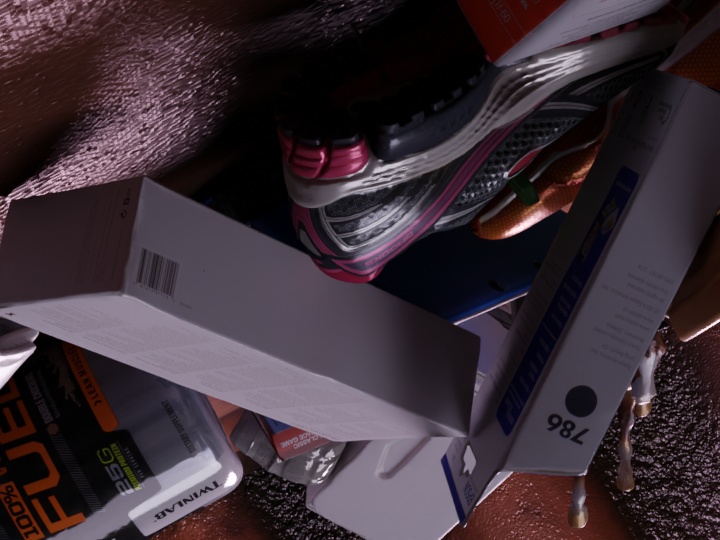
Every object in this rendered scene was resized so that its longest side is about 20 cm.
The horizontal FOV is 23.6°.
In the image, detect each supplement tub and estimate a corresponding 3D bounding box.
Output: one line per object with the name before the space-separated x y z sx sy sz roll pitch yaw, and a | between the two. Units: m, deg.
supplement tub | -0.177 0.112 0.955 0.200 0.123 0.123 -30 172 -5

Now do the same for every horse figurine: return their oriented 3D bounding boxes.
horse figurine | 0.130 0.030 0.845 0.050 0.133 0.200 7 -150 13

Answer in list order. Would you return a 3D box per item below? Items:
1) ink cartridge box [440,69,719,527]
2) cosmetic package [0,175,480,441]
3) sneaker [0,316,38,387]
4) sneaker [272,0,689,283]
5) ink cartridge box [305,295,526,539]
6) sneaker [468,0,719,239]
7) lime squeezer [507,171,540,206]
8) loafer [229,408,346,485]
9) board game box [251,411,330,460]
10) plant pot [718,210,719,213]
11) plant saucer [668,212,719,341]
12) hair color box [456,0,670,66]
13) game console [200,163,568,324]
ink cartridge box | 0.096 0.013 0.721 0.200 0.039 0.099 -63 -173 9
cosmetic package | -0.045 0.021 0.702 0.082 0.051 0.200 -9 156 41
sneaker | -0.180 0.048 0.759 0.088 0.075 0.200 -39 174 -17
sneaker | 0.048 -0.067 0.691 0.200 0.081 0.075 -27 131 -28
ink cartridge box | 0.043 0.053 1.051 0.148 0.086 0.200 -48 -157 31
sneaker | 0.136 -0.070 0.796 0.200 0.077 0.073 -35 -160 8
lime squeezer | 0.079 -0.084 0.785 0.070 0.038 0.200 8 -139 22
loafer | -0.041 0.045 1.029 0.200 0.070 0.070 -90 -157 -58
board game box | -0.026 0.035 0.956 0.103 0.019 0.200 -23 -154 -9
plant pot | 0.236 -0.109 0.911 0.200 0.200 0.142 -29 -162 -2
plant saucer | 0.207 -0.039 0.712 0.200 0.037 0.200 -33 173 -5
hair color box | 0.119 -0.151 0.574 0.101 0.061 0.200 -23 171 -41
game console | 0.000 0.000 0.894 0.171 0.118 0.200 -36 169 36
